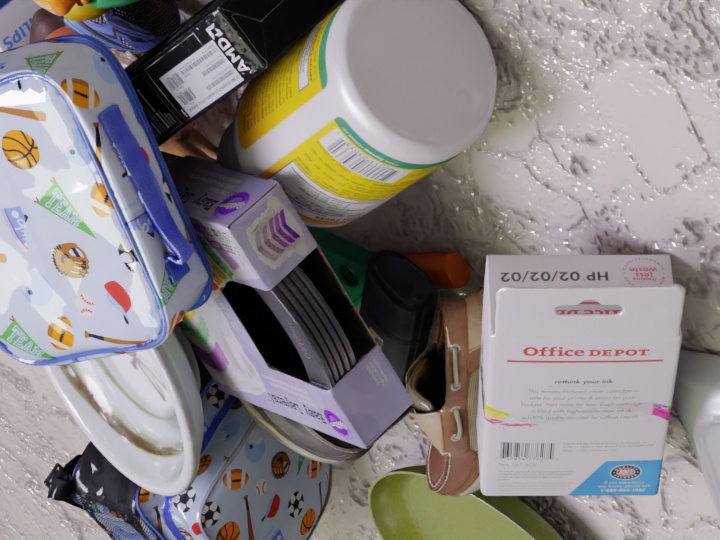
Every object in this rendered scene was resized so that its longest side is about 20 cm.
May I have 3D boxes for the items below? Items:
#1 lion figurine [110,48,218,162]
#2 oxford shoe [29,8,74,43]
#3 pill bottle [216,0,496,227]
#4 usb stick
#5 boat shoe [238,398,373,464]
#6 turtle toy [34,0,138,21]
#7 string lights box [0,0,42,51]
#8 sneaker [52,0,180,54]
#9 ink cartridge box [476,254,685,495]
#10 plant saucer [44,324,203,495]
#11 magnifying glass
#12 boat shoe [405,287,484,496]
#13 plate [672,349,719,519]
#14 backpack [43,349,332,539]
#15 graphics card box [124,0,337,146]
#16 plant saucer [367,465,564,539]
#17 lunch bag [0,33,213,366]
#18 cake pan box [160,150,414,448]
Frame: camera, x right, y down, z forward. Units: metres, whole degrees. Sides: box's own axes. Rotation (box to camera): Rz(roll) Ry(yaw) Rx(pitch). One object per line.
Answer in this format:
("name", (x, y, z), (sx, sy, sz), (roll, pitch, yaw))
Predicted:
("lion figurine", (-0.161, -0.069, 1.649), (0.122, 0.073, 0.200), (26, 113, -16))
("oxford shoe", (-0.181, -0.103, 1.711), (0.073, 0.071, 0.201), (52, 165, 50))
("pill bottle", (-0.010, -0.092, 1.465), (0.113, 0.113, 0.200), (49, 148, -6))
("usb stick", (0.021, 0.045, 1.627), (0.055, 0.033, 0.200), (39, 159, 13))
("boat shoe", (-0.058, 0.050, 1.679), (0.200, 0.074, 0.073), (48, 147, 1))
("turtle toy", (-0.139, -0.222, 1.450), (0.199, 0.101, 0.147), (-10, 112, 18))
("string lights box", (-0.307, -0.242, 1.687), (0.102, 0.059, 0.201), (-1, 126, 50))
("sneaker", (-0.182, -0.226, 1.551), (0.078, 0.075, 0.200), (-18, 114, 52))
("ink cartridge box", (0.131, 0.052, 1.459), (0.114, 0.068, 0.201), (0, 139, -1))
("plant saucer", (-0.161, 0.058, 1.656), (0.200, 0.050, 0.201), (40, 148, 31))
("magnifying glass", (0.000, 0.000, 1.646), (0.199, 0.022, 0.080), (1, 127, 51))
("boat shoe", (0.063, 0.079, 1.590), (0.201, 0.071, 0.076), (104, 161, -46))
("plate", (0.285, 0.145, 1.468), (0.199, 0.032, 0.200), (9, 132, 44))
("backpack", (-0.108, 0.155, 1.806), (0.154, 0.200, 0.191), (24, 155, 32))
("graphics card box", (-0.103, -0.127, 1.478), (0.200, 0.126, 0.051), (-33, 100, 41))
("plant saucer", (0.095, 0.206, 1.741), (0.199, 0.031, 0.200), (30, 151, 19))
("lunch bag", (-0.178, -0.038, 1.452), (0.160, 0.076, 0.201), (-12, 112, 35))
("cake pan box", (-0.069, 0.015, 1.527), (0.200, 0.052, 0.185), (18, 146, 55))
